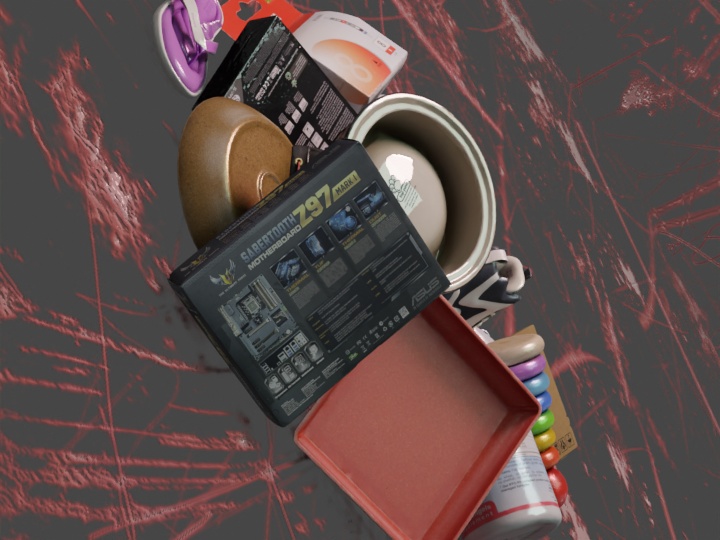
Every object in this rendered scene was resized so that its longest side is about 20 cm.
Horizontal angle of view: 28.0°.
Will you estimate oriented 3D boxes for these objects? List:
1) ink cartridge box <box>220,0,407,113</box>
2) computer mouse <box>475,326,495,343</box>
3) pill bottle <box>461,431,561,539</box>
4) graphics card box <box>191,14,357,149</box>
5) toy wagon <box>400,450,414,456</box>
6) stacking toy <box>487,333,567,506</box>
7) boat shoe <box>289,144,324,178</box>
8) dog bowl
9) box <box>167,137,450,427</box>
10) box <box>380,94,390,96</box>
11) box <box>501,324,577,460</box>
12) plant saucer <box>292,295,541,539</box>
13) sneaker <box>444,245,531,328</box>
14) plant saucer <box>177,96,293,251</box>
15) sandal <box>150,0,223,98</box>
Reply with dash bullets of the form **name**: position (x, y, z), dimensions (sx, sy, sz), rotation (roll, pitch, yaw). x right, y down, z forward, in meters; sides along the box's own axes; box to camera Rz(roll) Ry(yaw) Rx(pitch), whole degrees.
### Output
- **ink cartridge box**: position (-0.054, -0.263, 1.622), dimensions (0.199, 0.050, 0.162), rotation (38, 31, -2)
- **computer mouse**: position (0.153, 0.094, 1.787), dimensions (0.202, 0.043, 0.110), rotation (63, -6, -7)
- **pill bottle**: position (0.135, 0.194, 1.553), dimensions (0.108, 0.108, 0.202), rotation (27, 39, -58)
- **graphics card box**: position (-0.070, -0.145, 1.477), dimensions (0.200, 0.050, 0.126), rotation (48, 60, -34)
- **toy wagon**: position (0.034, 0.100, 1.422), dimensions (0.154, 0.039, 0.203), rotation (8, 60, -37)
- **stacking toy**: position (0.190, 0.179, 1.652), dimensions (0.085, 0.084, 0.203), rotation (-29, 105, -70)
- **boat shoe**: position (-0.058, -0.011, 1.298), dimensions (0.074, 0.062, 0.204), rotation (-97, -159, -84)
- **dog bowl**: position (0.039, -0.068, 1.428), dimensions (0.198, 0.073, 0.203), rotation (10, 73, -36)
- **box**: position (-0.041, 0.009, 1.235), dimensions (0.158, 0.199, 0.051), rotation (55, -14, -21)
- **box**: position (0.037, -0.086, 1.623), dimensions (0.201, 0.036, 0.146), rotation (-102, -164, -53)
- **box**: position (0.181, 0.167, 1.718), dimensions (0.199, 0.021, 0.165), rotation (-22, 92, -52)
- **plant saucer**: position (0.050, 0.140, 1.341), dimensions (0.200, 0.037, 0.201), rotation (46, 67, -20)
- **sneaker**: position (0.137, 0.037, 1.662), dimensions (0.200, 0.128, 0.080), rotation (75, 1, -50)
- **plant saucer**: position (-0.095, -0.069, 1.350), dimensions (0.200, 0.035, 0.203), rotation (33, 50, -50)
- **sandal**: position (-0.166, -0.248, 1.458), dimensions (0.083, 0.049, 0.204), rotation (50, 24, -29)
